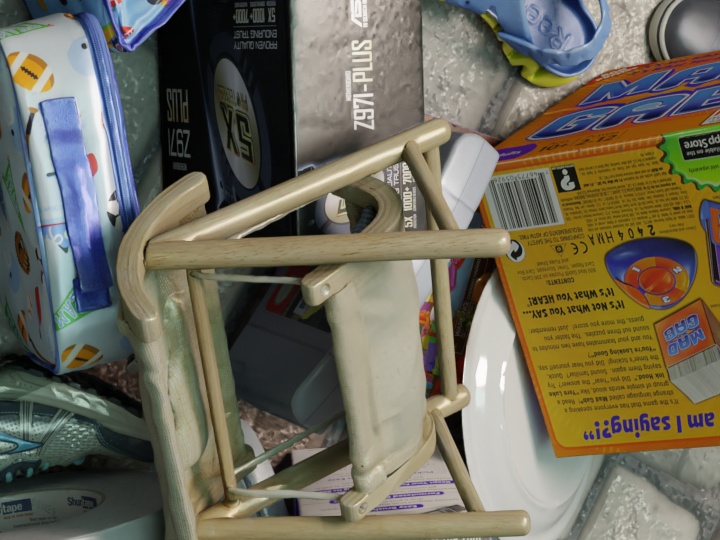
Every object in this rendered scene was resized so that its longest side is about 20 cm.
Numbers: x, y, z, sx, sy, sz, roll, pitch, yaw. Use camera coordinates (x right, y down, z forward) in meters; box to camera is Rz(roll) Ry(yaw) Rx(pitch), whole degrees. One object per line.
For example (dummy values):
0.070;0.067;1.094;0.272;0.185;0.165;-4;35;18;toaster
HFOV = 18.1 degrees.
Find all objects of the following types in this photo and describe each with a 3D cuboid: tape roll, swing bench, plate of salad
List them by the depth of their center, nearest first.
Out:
-0.026;0.051;1.201;0.199;0.130;0.200;-13;126;-9;swing bench
-0.192;0.168;1.287;0.199;0.200;0.067;-10;97;-24;tape roll
0.105;0.083;1.476;0.200;0.048;0.202;1;89;-60;plate of salad

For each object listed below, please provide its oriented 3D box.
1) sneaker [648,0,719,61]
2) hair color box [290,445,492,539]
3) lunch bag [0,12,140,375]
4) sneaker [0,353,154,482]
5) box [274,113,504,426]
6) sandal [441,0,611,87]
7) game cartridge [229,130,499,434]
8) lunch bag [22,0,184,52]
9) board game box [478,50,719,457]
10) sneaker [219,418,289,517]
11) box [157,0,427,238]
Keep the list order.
0.294;-0.132;1.558;0.199;0.079;0.079;27;84;-23;sneaker
0.016;0.157;1.370;0.108;0.200;0.065;-4;98;-3;hair color box
-0.162;-0.038;1.243;0.075;0.160;0.202;-13;95;-17;lunch bag
-0.214;0.094;1.346;0.199;0.078;0.087;15;93;-16;sneaker
0.017;-0.003;1.459;0.136;0.039;0.201;16;88;-25;box
0.089;-0.190;1.451;0.199;0.087;0.080;30;84;-23;sandal
0.000;0.000;1.356;0.041;0.133;0.201;37;80;-28;game cartridge
-0.104;-0.217;1.319;0.200;0.150;0.094;-37;109;-18;lunch bag
0.222;-0.019;1.428;0.200;0.199;0.201;-34;111;-50;board game box
-0.080;0.195;1.413;0.070;0.073;0.202;-11;98;-22;sneaker
-0.045;-0.102;1.331;0.086;0.200;0.165;-5;98;-26;box
